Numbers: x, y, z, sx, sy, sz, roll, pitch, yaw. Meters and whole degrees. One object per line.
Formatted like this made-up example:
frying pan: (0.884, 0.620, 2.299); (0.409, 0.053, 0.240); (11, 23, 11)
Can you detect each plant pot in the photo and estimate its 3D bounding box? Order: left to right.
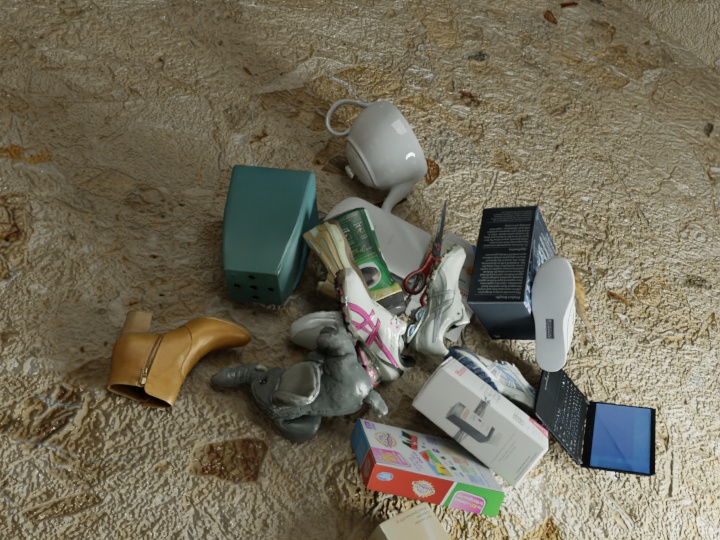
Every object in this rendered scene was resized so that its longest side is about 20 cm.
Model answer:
plant pot: (-0.160, -0.051, 1.363); (0.141, 0.141, 0.201); (6, 54, 6)

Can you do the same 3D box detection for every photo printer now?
photo printer: (0.021, -0.048, 1.518); (0.200, 0.070, 0.167); (27, 43, 0)

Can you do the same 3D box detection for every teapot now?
teapot: (0.032, -0.240, 1.657); (0.146, 0.198, 0.200); (-30, 35, -3)

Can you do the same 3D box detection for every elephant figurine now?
elephant figurine: (-0.095, 0.182, 1.210); (0.200, 0.155, 0.142); (-27, 104, -21)

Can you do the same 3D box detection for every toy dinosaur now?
toy dinosaur: (0.431, 0.050, 1.639); (0.106, 0.060, 0.200); (15, 44, -16)

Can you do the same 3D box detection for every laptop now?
laptop: (0.403, 0.240, 1.387); (0.200, 0.103, 0.177); (49, 33, -12)

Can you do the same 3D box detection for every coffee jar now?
coffee jar: (0.000, 0.000, 1.397); (0.104, 0.085, 0.201); (-22, 84, -5)

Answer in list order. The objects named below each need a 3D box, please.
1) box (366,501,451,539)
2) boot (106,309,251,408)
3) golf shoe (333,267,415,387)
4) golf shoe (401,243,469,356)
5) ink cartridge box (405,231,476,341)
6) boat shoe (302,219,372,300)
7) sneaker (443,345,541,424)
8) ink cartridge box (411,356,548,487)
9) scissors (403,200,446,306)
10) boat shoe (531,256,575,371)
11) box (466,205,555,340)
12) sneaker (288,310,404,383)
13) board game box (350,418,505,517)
box: (0.096, 0.426, 1.088); (0.095, 0.078, 0.200); (-15, 57, -38)
boot: (-0.265, 0.138, 1.203); (0.200, 0.071, 0.144); (10, 51, -14)
golf shoe: (0.020, 0.078, 1.241); (0.092, 0.201, 0.073); (-21, 23, -1)
golf shoe: (0.150, 0.055, 1.391); (0.097, 0.078, 0.201); (23, 80, 18)
ink cartridge box: (0.172, 0.028, 1.523); (0.115, 0.068, 0.200); (30, 43, 3)
boat shoe: (-0.035, 0.019, 1.317); (0.076, 0.072, 0.200); (-23, 74, -9)
sneaker: (0.229, 0.190, 1.399); (0.200, 0.077, 0.085); (38, 38, -3)
ink cartridge box: (0.190, 0.232, 1.276); (0.200, 0.085, 0.146); (39, 7, 11)
scissors: (0.141, -0.028, 1.467); (0.073, 0.014, 0.200); (29, 71, -6)
boat shoe: (0.338, 0.071, 1.400); (0.072, 0.201, 0.066); (0, 12, 24)
box: (0.278, 0.006, 1.477); (0.107, 0.148, 0.201); (-1, 61, 28)
sneaker: (-0.021, 0.131, 1.321); (0.199, 0.078, 0.100); (14, 47, -13)
board game box: (0.094, 0.287, 1.197); (0.199, 0.040, 0.153); (16, 11, -12)
